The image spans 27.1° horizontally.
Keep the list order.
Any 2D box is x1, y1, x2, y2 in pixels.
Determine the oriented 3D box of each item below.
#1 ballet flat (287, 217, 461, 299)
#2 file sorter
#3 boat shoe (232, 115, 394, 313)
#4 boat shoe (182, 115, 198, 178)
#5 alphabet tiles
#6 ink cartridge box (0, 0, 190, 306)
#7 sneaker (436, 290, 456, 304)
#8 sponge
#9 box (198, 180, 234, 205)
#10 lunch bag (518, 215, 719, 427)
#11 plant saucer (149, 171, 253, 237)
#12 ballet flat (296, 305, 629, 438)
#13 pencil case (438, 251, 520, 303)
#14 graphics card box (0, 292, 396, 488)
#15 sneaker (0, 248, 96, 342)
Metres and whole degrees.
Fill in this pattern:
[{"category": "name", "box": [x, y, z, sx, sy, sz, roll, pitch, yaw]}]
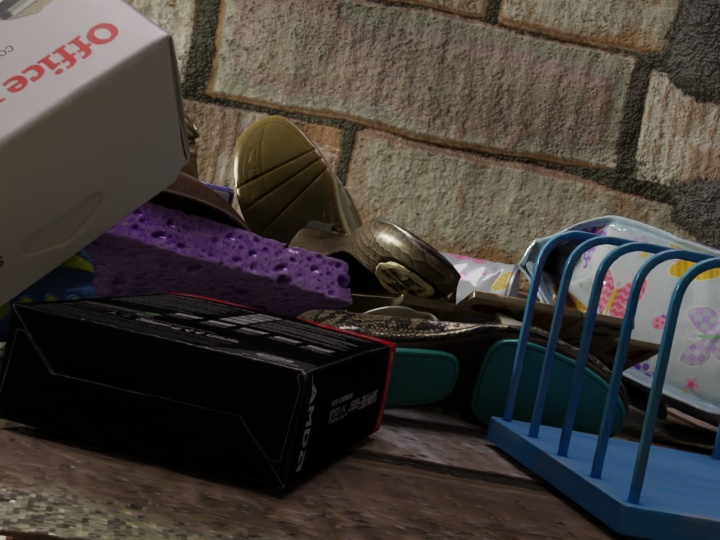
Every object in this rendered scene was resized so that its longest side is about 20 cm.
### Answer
[{"category": "ballet flat", "box": [0.000, 0.000, 0.938, 0.067, 0.046, 0.200, 44, -15, -22]}, {"category": "file sorter", "box": [0.164, 0.054, 0.719, 0.138, 0.123, 0.200, 12, 2, -12]}, {"category": "boat shoe", "box": [-0.027, -0.020, 1.071, 0.201, 0.073, 0.063, 56, 4, 21]}, {"category": "boat shoe", "box": [-0.148, -0.098, 0.964, 0.073, 0.063, 0.201, 13, 12, -23]}, {"category": "alphabet tiles", "box": [0.087, 0.050, 0.945, 0.165, 0.006, 0.200, 12, -19, -12]}, {"category": "ink cartridge box", "box": [-0.194, -0.086, 0.652, 0.200, 0.145, 0.084, 36, -31, 26]}, {"category": "sneaker", "box": [0.026, 0.035, 1.207, 0.089, 0.068, 0.200, 5, 1, 9]}, {"category": "sponge", "box": [-0.112, 0.003, 0.865, 0.199, 0.030, 0.111, 17, -29, -42]}, {"category": "box", "box": [-0.223, -0.037, 1.099, 0.183, 0.106, 0.200, 11, 2, -35]}, {"category": "lunch bag", "box": [0.227, 0.043, 1.049, 0.199, 0.128, 0.169, 26, 1, 35]}, {"category": "plant saucer", "box": [-0.160, -0.021, 0.878, 0.199, 0.032, 0.200, -2, -23, -1]}, {"category": "ballet flat", "box": [0.053, 0.049, 0.834, 0.199, 0.068, 0.075, 9, 27, -19]}, {"category": "pencil case", "box": [0.061, 0.015, 1.496, 0.199, 0.084, 0.091, 13, 0, 9]}, {"category": "graphics card box", "box": [-0.062, 0.046, 0.660, 0.125, 0.051, 0.200, 13, 2, 10]}, {"category": "sneaker", "box": [-0.225, 0.008, 0.724, 0.082, 0.071, 0.199, -11, -13, 43]}]
